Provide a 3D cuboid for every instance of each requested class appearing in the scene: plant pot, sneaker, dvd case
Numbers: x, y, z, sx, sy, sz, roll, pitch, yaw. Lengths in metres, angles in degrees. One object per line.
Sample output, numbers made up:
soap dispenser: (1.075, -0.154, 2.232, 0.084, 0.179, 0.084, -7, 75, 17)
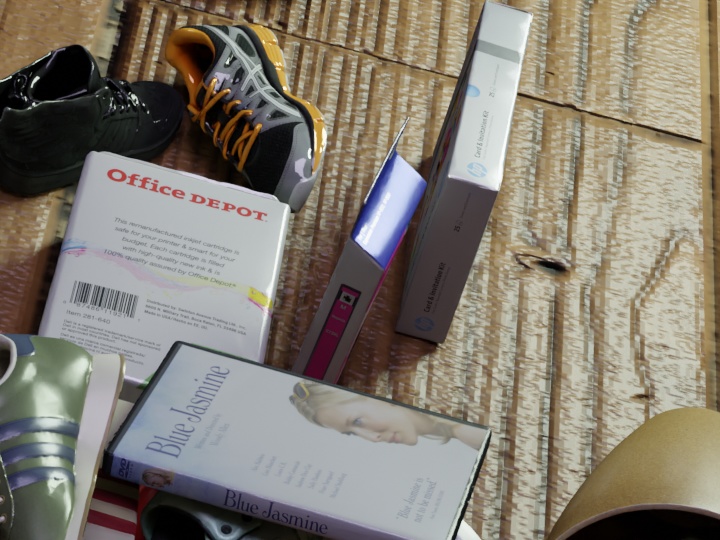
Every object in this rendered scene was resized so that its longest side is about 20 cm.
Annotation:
plant pot: (0.205, 0.175, 1.654, 0.186, 0.187, 0.200, 21, 30, 0)
sneaker: (-0.085, -0.110, 1.876, 0.077, 0.078, 0.200, 9, 32, -32)
sneaker: (-0.193, -0.116, 1.822, 0.200, 0.104, 0.060, -27, 60, -38)
sneaker: (-0.029, 0.165, 1.472, 0.200, 0.074, 0.118, 24, 36, 16)
dvd case: (-0.033, 0.102, 1.482, 0.200, 0.018, 0.143, 15, 28, 7)
sneaker: (-0.188, 0.109, 1.387, 0.090, 0.067, 0.200, 20, 42, -10)

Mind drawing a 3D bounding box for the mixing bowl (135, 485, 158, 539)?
mixing bowl: (-0.060, 0.212, 1.547, 0.200, 0.108, 0.200, 11, 45, -11)

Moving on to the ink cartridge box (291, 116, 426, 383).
ink cartridge box: (0.000, 0.000, 1.713, 0.037, 0.200, 0.095, 24, 44, 3)

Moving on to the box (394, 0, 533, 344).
box: (0.074, -0.071, 1.845, 0.041, 0.156, 0.200, 15, 44, -3)

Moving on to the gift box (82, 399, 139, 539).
gift box: (-0.242, 0.152, 1.493, 0.186, 0.185, 0.200, 17, 39, -18)

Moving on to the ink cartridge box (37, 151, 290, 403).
ink cartridge box: (-0.135, 0.030, 1.715, 0.145, 0.084, 0.200, 15, 44, -7)
